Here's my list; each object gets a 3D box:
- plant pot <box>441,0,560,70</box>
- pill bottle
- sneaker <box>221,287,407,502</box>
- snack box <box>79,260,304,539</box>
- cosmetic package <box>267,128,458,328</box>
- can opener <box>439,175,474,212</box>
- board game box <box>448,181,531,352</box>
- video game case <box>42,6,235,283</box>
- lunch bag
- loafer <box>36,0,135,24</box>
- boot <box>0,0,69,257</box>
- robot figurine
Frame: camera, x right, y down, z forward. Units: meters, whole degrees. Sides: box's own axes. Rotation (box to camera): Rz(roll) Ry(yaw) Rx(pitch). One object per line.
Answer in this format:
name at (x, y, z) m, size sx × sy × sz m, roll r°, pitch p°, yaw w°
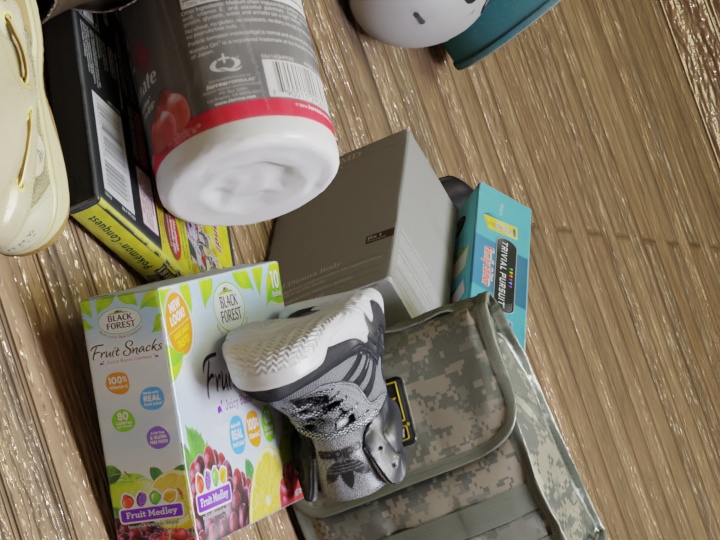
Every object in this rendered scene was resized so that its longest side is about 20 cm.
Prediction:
plant pot at (0.104, -0.311, 2.363) m, size 0.188 × 0.200 × 0.200 m, roll 50°, pitch 21°, yaw -8°
pill bottle at (-0.086, -0.137, 1.616) m, size 0.111 × 0.110 × 0.201 m, roll 36°, pitch 36°, yaw -60°
sneaker at (-0.018, 0.076, 1.512) m, size 0.200 × 0.075 × 0.114 m, roll -27°, pitch 105°, yaw -76°
snack box at (-0.088, 0.074, 1.510) m, size 0.200 × 0.053 × 0.143 m, roll -16°, pitch 96°, yaw -73°
cosmetic package at (0.000, 0.000, 1.809) m, size 0.090 × 0.106 × 0.200 m, roll 58°, pitch 19°, yaw -29°
can opener at (0.065, -0.031, 2.018) m, size 0.064 × 0.078 × 0.200 m, roll 60°, pitch -4°, yaw -27°
board game box at (0.059, 0.054, 1.847) m, size 0.047 × 0.151 × 0.200 m, roll 28°, pitch 31°, yaw -12°
video game case at (-0.134, -0.081, 1.633) m, size 0.181 × 0.025 × 0.201 m, roll 44°, pitch 29°, yaw -53°
lunch bag at (0.043, 0.127, 1.692) m, size 0.201 × 0.163 × 0.118 m, roll 64°, pitch 16°, yaw -13°
loafer at (-0.188, -0.165, 1.501) m, size 0.200 × 0.073 × 0.072 m, roll 8°, pitch 65°, yaw -57°
boot at (-0.215, -0.105, 1.337) m, size 0.155 × 0.072 × 0.201 m, roll 1°, pitch 75°, yaw -74°
robot figurine at (0.036, -0.281, 2.199) m, size 0.150 × 0.125 × 0.201 m, roll -8°, pitch 72°, yaw -27°
